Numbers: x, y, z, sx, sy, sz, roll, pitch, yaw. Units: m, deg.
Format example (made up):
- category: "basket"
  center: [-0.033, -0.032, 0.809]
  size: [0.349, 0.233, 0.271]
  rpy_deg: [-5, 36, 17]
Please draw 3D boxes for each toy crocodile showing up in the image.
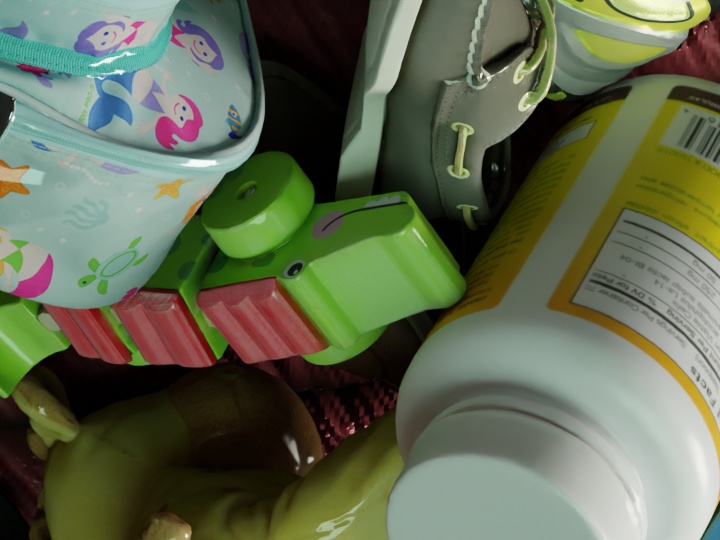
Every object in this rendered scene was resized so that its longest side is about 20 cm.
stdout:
- category: "toy crocodile"
  center: [-0.054, 0.006, 0.962]
  size: [0.199, 0.062, 0.068]
  rpy_deg: [-3, 135, 35]

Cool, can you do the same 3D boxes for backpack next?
- category: "backpack"
  center: [-0.123, -0.086, 0.882]
  size: [0.199, 0.178, 0.151]
  rpy_deg: [25, 123, -31]

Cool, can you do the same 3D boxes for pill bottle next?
- category: "pill bottle"
  center: [0.081, 0.029, 0.951]
  size: [0.109, 0.200, 0.110]
  rpy_deg: [15, 131, 18]

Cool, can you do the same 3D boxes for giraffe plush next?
- category: "giraffe plush"
  center: [-0.049, 0.101, 1.053]
  size: [0.199, 0.162, 0.173]
  rpy_deg: [-12, 121, -25]

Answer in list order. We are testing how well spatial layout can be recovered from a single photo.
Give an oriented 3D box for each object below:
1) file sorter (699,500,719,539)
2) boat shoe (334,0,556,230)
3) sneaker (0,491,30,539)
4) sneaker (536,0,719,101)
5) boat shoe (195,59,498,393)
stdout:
- category: "file sorter"
  center: [0.181, 0.086, 1.007]
  size: [0.122, 0.139, 0.200]
  rpy_deg: [35, 76, 0]
- category: "boat shoe"
  center: [0.031, -0.071, 0.901]
  size: [0.060, 0.072, 0.202]
  rpy_deg: [11, 156, -1]
- category: "sneaker"
  center: [-0.169, 0.041, 1.037]
  size: [0.104, 0.060, 0.200]
  rpy_deg: [-39, 120, 22]
- category: "sneaker"
  center: [0.048, -0.136, 0.936]
  size: [0.076, 0.076, 0.200]
  rpy_deg: [-23, 139, 27]
- category: "boat shoe"
  center: [0.000, 0.000, 1.042]
  size: [0.068, 0.072, 0.200]
  rpy_deg: [-24, 125, 35]
